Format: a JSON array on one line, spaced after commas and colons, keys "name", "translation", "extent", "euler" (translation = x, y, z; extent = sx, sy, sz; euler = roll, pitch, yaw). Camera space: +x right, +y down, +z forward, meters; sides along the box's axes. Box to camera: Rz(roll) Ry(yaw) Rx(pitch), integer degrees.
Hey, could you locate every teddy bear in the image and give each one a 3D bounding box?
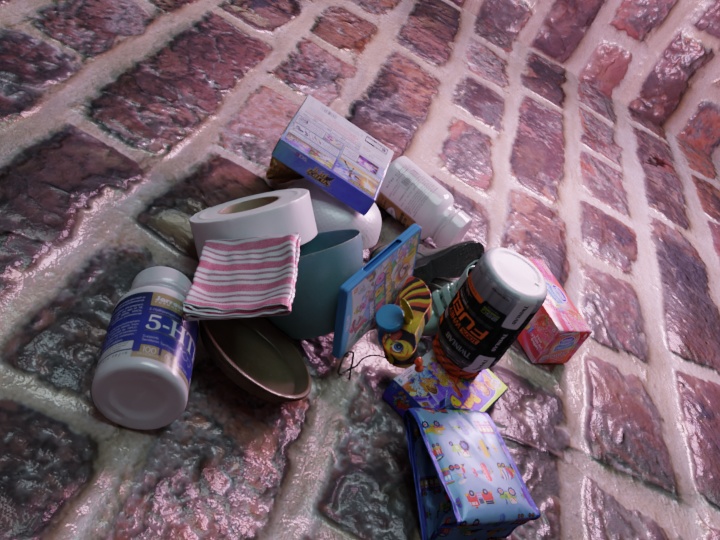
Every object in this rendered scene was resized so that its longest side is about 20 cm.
[{"name": "teddy bear", "translation": [-0.107, -0.210, 1.542], "extent": [0.197, 0.143, 0.068], "euler": [-6, 84, -42]}]

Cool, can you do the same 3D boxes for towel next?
[{"name": "towel", "translation": [-0.157, 0.001, 1.089], "extent": [0.143, 0.030, 0.201], "euler": [-4, 32, 2]}]

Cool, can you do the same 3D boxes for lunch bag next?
[{"name": "lunch bag", "translation": [0.146, 0.274, 1.145], "extent": [0.148, 0.094, 0.203], "euler": [7, 53, -31]}]

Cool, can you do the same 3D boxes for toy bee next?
[{"name": "toy bee", "translation": [0.069, 0.112, 1.273], "extent": [0.107, 0.202, 0.131], "euler": [28, -7, 24]}]

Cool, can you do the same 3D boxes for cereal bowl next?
[{"name": "cereal bowl", "translation": [-0.049, -0.121, 1.484], "extent": [0.196, 0.085, 0.201], "euler": [15, 24, -7]}]

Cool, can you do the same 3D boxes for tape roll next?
[{"name": "tape roll", "translation": [-0.171, -0.072, 1.276], "extent": [0.198, 0.072, 0.203], "euler": [-12, 15, 3]}]

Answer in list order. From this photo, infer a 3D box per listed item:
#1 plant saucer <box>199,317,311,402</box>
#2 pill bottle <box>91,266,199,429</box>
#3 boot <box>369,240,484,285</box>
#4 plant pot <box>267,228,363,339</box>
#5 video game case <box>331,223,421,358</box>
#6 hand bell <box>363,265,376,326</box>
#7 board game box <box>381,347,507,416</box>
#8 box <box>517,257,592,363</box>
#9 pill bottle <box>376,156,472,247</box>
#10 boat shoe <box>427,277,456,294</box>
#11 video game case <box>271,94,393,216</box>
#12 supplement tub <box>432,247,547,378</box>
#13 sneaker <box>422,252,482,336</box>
[{"name": "plant saucer", "translation": [-0.154, 0.117, 1.145], "extent": [0.199, 0.030, 0.201], "euler": [38, 15, -12]}, {"name": "pill bottle", "translation": [-0.274, 0.093, 1.050], "extent": [0.117, 0.121, 0.202], "euler": [18, 37, -18]}, {"name": "boot", "translation": [0.123, -0.034, 1.497], "extent": [0.196, 0.069, 0.131], "euler": [-18, 35, -21]}, {"name": "plant pot", "translation": [-0.080, 0.027, 1.247], "extent": [0.199, 0.197, 0.138], "euler": [-28, 108, -52]}, {"name": "video game case", "translation": [0.026, 0.031, 1.251], "extent": [0.018, 0.145, 0.199], "euler": [30, 46, 22]}, {"name": "hand bell", "translation": [0.000, 0.000, 1.432], "extent": [0.103, 0.106, 0.200], "euler": [-5, 35, -41]}, {"name": "board game box", "translation": [0.142, 0.199, 1.310], "extent": [0.134, 0.045, 0.199], "euler": [42, 35, 15]}, {"name": "box", "translation": [0.351, 0.077, 1.580], "extent": [0.101, 0.095, 0.202], "euler": [6, 42, -34]}, {"name": "pill bottle", "translation": [0.129, -0.132, 1.649], "extent": [0.199, 0.115, 0.114], "euler": [41, 35, 13]}, {"name": "boat shoe", "translation": [0.187, 0.083, 1.465], "extent": [0.201, 0.073, 0.060], "euler": [38, 44, 19]}, {"name": "video game case", "translation": [-0.046, -0.212, 1.452], "extent": [0.198, 0.046, 0.183], "euler": [32, 37, -8]}, {"name": "supplement tub", "translation": [0.203, 0.073, 1.294], "extent": [0.120, 0.202, 0.124], "euler": [20, 35, -15]}, {"name": "sneaker", "translation": [0.158, 0.038, 1.389], "extent": [0.197, 0.119, 0.075], "euler": [-23, 58, -2]}]
